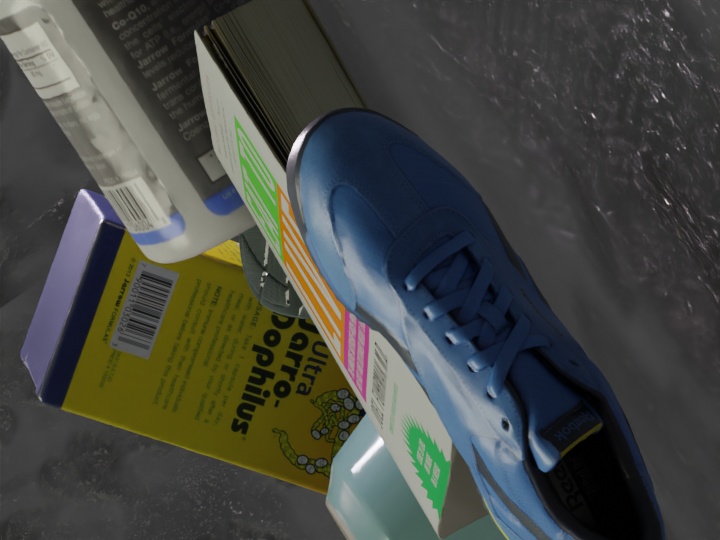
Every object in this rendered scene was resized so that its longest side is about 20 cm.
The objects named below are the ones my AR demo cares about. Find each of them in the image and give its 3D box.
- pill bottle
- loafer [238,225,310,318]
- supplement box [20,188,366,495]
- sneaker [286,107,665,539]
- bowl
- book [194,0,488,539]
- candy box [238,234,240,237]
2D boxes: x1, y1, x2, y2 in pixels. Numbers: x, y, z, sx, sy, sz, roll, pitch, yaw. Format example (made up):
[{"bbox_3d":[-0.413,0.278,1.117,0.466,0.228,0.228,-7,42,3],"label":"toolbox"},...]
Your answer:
[{"bbox_3d":[-0.105,-0.115,1.203,0.201,0.113,0.114,58,175,-16],"label":"pill bottle"},{"bbox_3d":[0.012,-0.001,1.179,0.200,0.063,0.072,24,122,58],"label":"loafer"},{"bbox_3d":[-0.080,0.043,1.475,0.199,0.110,0.109,19,-174,-15],"label":"supplement box"},{"bbox_3d":[0.049,0.025,0.926,0.201,0.066,0.078,57,164,-13],"label":"sneaker"},{"bbox_3d":[0.054,0.138,1.342,0.201,0.105,0.201,57,175,7],"label":"bowl"},{"bbox_3d":[0.000,0.000,1.064,0.201,0.048,0.134,59,166,20],"label":"book"},{"bbox_3d":[-0.084,-0.102,1.398,0.137,0.061,0.200,55,175,17],"label":"candy box"}]
